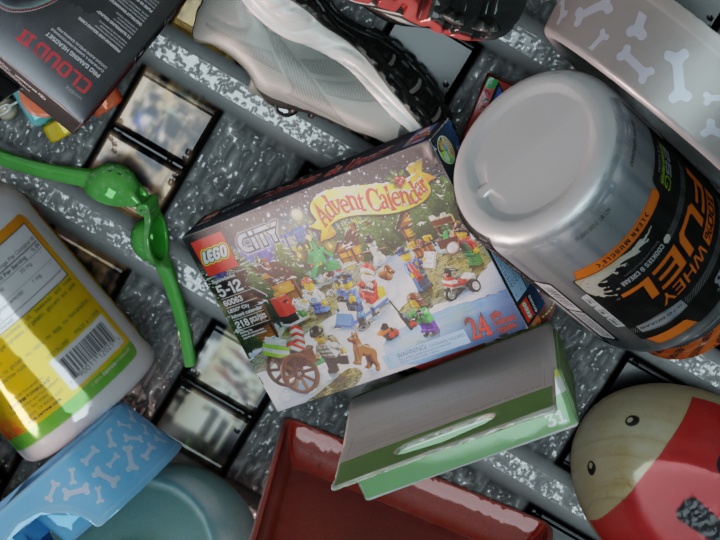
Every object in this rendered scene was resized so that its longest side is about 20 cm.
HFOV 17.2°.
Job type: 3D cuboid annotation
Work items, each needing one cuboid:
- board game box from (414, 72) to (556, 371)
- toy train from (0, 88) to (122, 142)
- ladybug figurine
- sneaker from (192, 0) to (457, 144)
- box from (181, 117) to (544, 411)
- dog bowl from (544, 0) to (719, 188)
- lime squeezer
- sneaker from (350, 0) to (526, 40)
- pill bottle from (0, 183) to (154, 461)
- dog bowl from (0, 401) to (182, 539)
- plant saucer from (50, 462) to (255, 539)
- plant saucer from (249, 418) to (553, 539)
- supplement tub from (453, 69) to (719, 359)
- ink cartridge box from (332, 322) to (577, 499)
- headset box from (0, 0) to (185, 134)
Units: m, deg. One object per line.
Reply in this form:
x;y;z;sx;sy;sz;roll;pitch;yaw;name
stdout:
0.092;-0.019;1.569;0.103;0.019;0.201;21;103;-4;board game box
-0.246;-0.156;1.529;0.199;0.056;0.151;9;104;0;toy train
0.230;0.159;1.579;0.200;0.072;0.136;33;102;-6;ladybug figurine
-0.020;-0.123;1.528;0.200;0.074;0.079;39;112;-1;sneaker
0.000;0.000;1.525;0.200;0.038;0.137;-21;106;31;box
0.195;-0.111;1.448;0.200;0.200;0.059;40;94;-7;dog bowl
-0.159;-0.024;1.567;0.071;0.038;0.200;-42;99;11;lime squeezer
0.002;-0.198;1.482;0.200;0.098;0.071;20;91;-18;sneaker
-0.236;0.015;1.541;0.111;0.111;0.200;-38;99;10;pill bottle
-0.205;0.160;1.525;0.200;0.111;0.050;-41;94;4;dog bowl
-0.155;0.213;1.555;0.200;0.200;0.027;-35;140;9;plant saucer
0.026;0.184;1.529;0.199;0.200;0.037;22;111;-4;plant saucer
0.157;-0.028;1.475;0.123;0.123;0.200;-44;135;11;supplement tub
0.061;0.099;1.479;0.145;0.200;0.048;-21;103;8;ink cartridge box
-0.183;-0.193;1.477;0.149;0.075;0.200;40;81;-7;headset box
